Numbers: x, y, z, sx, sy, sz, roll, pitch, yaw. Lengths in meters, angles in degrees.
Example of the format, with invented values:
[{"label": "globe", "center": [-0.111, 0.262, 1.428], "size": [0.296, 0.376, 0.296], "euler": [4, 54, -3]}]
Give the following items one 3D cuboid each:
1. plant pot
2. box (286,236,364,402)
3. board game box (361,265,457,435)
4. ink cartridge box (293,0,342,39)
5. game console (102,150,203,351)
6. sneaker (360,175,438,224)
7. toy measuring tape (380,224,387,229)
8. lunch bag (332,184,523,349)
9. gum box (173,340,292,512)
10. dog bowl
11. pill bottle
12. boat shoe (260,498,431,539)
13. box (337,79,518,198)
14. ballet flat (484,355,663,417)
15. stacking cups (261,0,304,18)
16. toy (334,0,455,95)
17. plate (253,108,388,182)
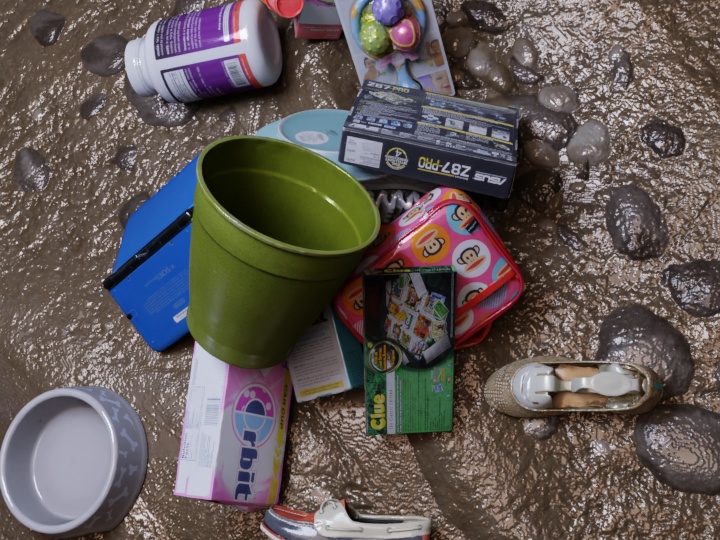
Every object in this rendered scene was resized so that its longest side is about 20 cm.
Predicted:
[{"label": "plant pot", "center": [-0.103, -0.006, 0.971], "size": [0.200, 0.199, 0.195], "euler": [39, 125, 22]}, {"label": "box", "center": [-0.056, 0.048, 1.079], "size": [0.081, 0.049, 0.204], "euler": [-17, 84, 29]}, {"label": "board game box", "center": [0.054, 0.091, 1.002], "size": [0.102, 0.024, 0.204], "euler": [-3, 115, -4]}, {"label": "ink cartridge box", "center": [-0.043, -0.397, 1.141], "size": [0.066, 0.200, 0.119], "euler": [-2, 73, -13]}, {"label": "game console", "center": [-0.229, -0.024, 1.160], "size": [0.199, 0.118, 0.172], "euler": [-32, 97, 36]}, {"label": "sneaker", "center": [0.004, -0.104, 1.099], "size": [0.196, 0.075, 0.083], "euler": [9, 66, -13]}, {"label": "toy measuring tape", "center": [0.000, 0.000, 1.094], "size": [0.198, 0.074, 0.075], "euler": [-29, 69, 8]}, {"label": "lunch bag", "center": [0.081, 0.022, 1.030], "size": [0.199, 0.082, 0.177], "euler": [-37, 111, 12]}, {"label": "gum box", "center": [-0.145, 0.179, 1.062], "size": [0.065, 0.113, 0.204], "euler": [-4, 73, 38]}, {"label": "dog bowl", "center": [-0.373, 0.243, 1.154], "size": [0.196, 0.059, 0.204], "euler": [-4, 75, 16]}, {"label": "pill bottle", "center": [-0.211, -0.290, 1.215], "size": [0.196, 0.112, 0.115], "euler": [-7, 74, 15]}, {"label": "boat shoe", "center": [-0.016, 0.291, 1.021], "size": [0.196, 0.071, 0.064], "euler": [10, 94, 13]}, {"label": "box", "center": [0.083, -0.158, 1.047], "size": [0.196, 0.050, 0.162], "euler": [11, 35, 3]}, {"label": "ballet flat", "center": [0.230, 0.124, 0.994], "size": [0.196, 0.065, 0.072], "euler": [-6, 74, 16]}, {"label": "stacking cups", "center": [-0.115, -0.381, 1.191], "size": [0.060, 0.061, 0.201], "euler": [-39, 40, 4]}, {"label": "toy", "center": [0.040, -0.280, 1.096], "size": [0.113, 0.202, 0.048], "euler": [-15, 35, 8]}, {"label": "plate", "center": [-0.034, -0.161, 1.098], "size": [0.197, 0.200, 0.026], "euler": [18, 124, 20]}]
